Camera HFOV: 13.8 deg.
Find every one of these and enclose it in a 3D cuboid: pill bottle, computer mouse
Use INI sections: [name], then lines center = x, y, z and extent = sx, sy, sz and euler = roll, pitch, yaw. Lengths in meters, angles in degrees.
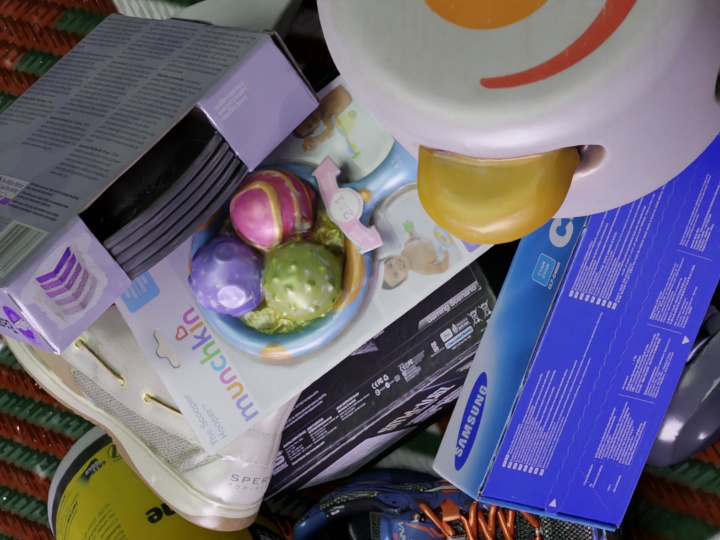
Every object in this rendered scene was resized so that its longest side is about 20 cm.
[pill bottle]
center = -0.088, 0.169, 1.577
extent = 0.200, 0.112, 0.113
euler = 56, 130, 50
[computer mouse]
center = 0.178, 0.016, 1.436
extent = 0.059, 0.034, 0.200
euler = 42, 120, 27

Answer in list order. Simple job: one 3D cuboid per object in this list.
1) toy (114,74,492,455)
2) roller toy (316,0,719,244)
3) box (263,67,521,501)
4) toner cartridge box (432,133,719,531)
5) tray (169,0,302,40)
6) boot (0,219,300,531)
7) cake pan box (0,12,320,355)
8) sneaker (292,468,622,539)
[toy]
center = -0.030, -0.017, 1.417
extent = 0.200, 0.047, 0.115
euler = -36, 72, 9
[roller toy]
center = 0.075, -0.124, 1.313
extent = 0.200, 0.140, 0.183
euler = -43, 66, 3
[box]
center = 0.000, 0.000, 1.541
extent = 0.200, 0.086, 0.164
euler = -38, 74, 36
[toner cartridge box]
center = 0.114, 0.018, 1.417
extent = 0.043, 0.095, 0.201
euler = 31, 102, 53
[tray]
center = -0.097, -0.082, 1.560
extent = 0.107, 0.200, 0.022
euler = -13, 123, 39
[boot]
center = -0.096, 0.015, 1.521
extent = 0.200, 0.072, 0.155
euler = 42, 119, 26
[cake pan box]
center = -0.133, -0.049, 1.463
extent = 0.052, 0.184, 0.200
euler = 51, 162, -25
[sneaker]
center = 0.048, 0.140, 1.530
extent = 0.199, 0.078, 0.076
euler = -9, 92, 39
